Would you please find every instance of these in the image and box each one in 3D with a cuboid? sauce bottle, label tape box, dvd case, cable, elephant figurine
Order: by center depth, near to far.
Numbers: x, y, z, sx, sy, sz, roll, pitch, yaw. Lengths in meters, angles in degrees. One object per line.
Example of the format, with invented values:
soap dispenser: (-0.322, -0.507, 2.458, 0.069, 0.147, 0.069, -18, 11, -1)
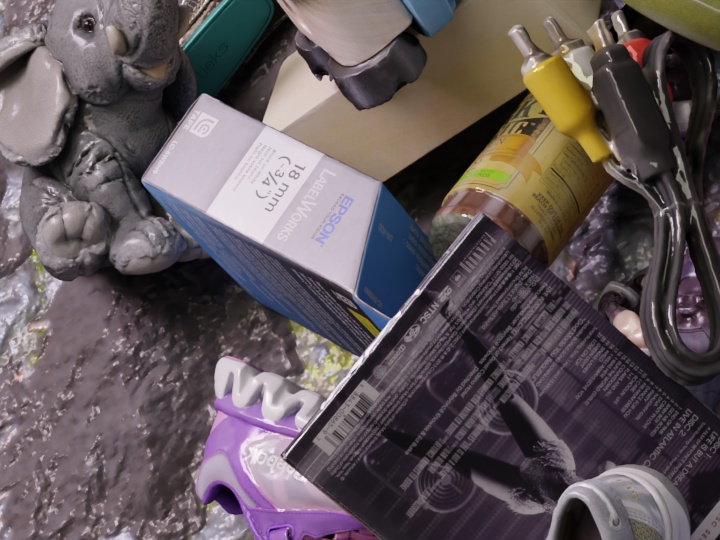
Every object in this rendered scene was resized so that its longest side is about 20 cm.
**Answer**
dvd case: (0.084, 0.092, 1.117, 0.149, 0.200, 0.016, -50, 11, -3)
cable: (0.145, -0.041, 1.152, 0.050, 0.097, 0.201, -36, 70, 59)
sauce bottle: (0.108, -0.068, 1.224, 0.065, 0.065, 0.200, 12, 47, 33)
label tape box: (0.000, 0.000, 1.226, 0.200, 0.144, 0.063, 28, 78, 36)
elephant figurine: (-0.142, -0.102, 1.330, 0.155, 0.142, 0.201, -8, 99, 11)

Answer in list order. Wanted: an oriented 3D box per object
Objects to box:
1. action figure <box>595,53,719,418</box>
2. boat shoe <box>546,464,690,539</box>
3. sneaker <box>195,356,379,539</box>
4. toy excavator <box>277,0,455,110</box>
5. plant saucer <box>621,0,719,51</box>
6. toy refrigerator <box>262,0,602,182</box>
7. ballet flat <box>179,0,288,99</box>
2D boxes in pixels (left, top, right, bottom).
action figure: (0.180, -0.009, 1.182, 0.130, 0.069, 0.201, 1, 69, 22)
boat shoe: (0.104, 0.190, 1.073, 0.074, 0.065, 0.203, 15, 102, 37)
sneaker: (-0.012, 0.116, 1.217, 0.200, 0.080, 0.089, 21, 82, 41)
toy excavator: (0.028, -0.197, 1.224, 0.200, 0.100, 0.194, -38, 26, -2)
plant saucer: (0.174, -0.160, 1.207, 0.200, 0.200, 0.031, 52, 127, 38)
toy refrigerator: (0.039, -0.114, 1.266, 0.200, 0.070, 0.076, -31, 30, 37)
ballet flat: (-0.060, -0.179, 1.413, 0.200, 0.068, 0.075, -44, 36, 4)
